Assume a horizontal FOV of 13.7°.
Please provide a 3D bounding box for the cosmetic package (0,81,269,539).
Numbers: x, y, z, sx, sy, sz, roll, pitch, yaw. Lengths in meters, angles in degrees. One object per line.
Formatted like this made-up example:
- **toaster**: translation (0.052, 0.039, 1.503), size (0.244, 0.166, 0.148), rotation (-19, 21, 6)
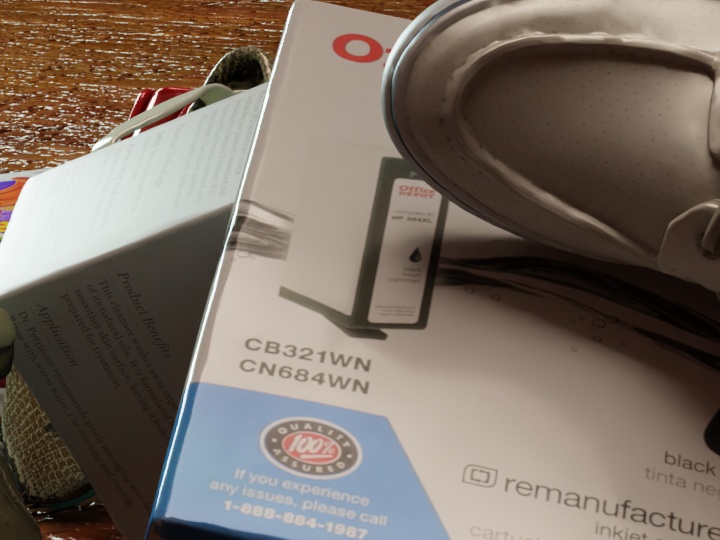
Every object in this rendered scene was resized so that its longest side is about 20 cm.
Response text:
- **cosmetic package**: translation (0.000, 0.000, 0.903), size (0.200, 0.113, 0.081), rotation (-20, 28, 17)

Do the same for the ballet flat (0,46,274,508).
- **ballet flat**: translation (-0.078, -0.009, 1.036), size (0.068, 0.075, 0.200), rotation (-1, 39, 35)

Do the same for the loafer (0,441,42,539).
- **loafer**: translation (-0.136, 0.060, 0.914), size (0.075, 0.070, 0.200), rotation (-5, 13, -22)

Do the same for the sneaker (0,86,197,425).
- **sneaker**: translation (-0.105, -0.010, 1.132), size (0.078, 0.116, 0.200), rotation (10, 16, 40)

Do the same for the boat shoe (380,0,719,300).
- **boat shoe**: translation (0.102, -0.020, 0.694), size (0.199, 0.071, 0.070), rotation (17, 13, -2)

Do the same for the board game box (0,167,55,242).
- **board game box**: translation (-0.159, -0.006, 1.285), size (0.200, 0.045, 0.134), rotation (-8, 14, -34)

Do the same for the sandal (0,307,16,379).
- **sandal**: translation (-0.188, 0.009, 0.810), size (0.201, 0.058, 0.080), rotation (-2, 6, -37)

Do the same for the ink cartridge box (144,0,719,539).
- **ink cartridge box**: translation (0.030, 0.032, 0.747), size (0.146, 0.084, 0.200), rotation (12, 43, 0)
